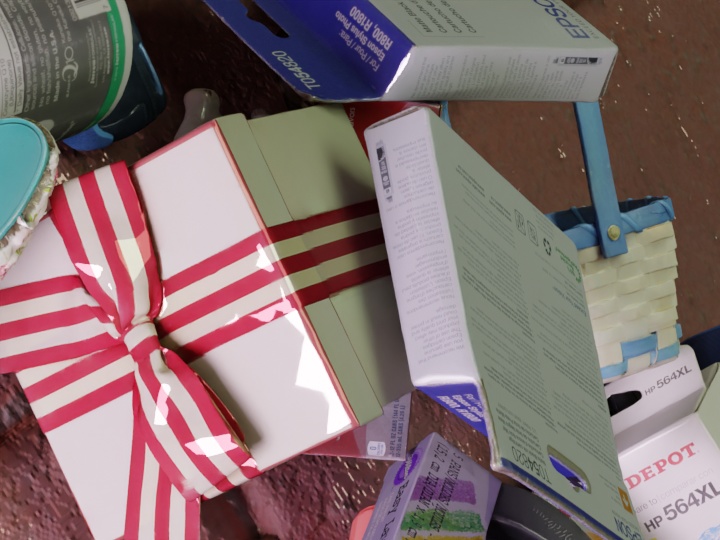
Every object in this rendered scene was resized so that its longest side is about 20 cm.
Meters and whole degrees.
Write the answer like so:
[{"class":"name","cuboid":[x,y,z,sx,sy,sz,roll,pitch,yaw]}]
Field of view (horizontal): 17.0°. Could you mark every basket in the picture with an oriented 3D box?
[{"class":"basket","cuboid":[0.109,-0.027,1.461,0.138,0.176,0.201,-12,89,-25]}]

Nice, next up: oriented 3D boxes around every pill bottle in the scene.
[{"class":"pill bottle","cuboid":[-0.215,-0.100,1.201,0.200,0.113,0.114,-27,89,-52]}]

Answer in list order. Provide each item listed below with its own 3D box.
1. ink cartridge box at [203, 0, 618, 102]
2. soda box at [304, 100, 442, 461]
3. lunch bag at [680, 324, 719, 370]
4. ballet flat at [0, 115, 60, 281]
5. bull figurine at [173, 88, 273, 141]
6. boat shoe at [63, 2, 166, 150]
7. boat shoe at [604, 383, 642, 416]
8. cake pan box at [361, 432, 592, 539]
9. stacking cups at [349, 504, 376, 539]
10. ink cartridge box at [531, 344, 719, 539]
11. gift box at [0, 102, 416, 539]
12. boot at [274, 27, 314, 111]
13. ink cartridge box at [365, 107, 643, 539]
[{"class":"ink cartridge box","cuboid":[0.011,-0.156,1.345,0.199,0.041,0.200,-4,34,-35]},{"class":"soda box","cuboid":[0.000,0.000,1.327,0.063,0.070,0.201,-104,-161,-81]},{"class":"lunch bag","cuboid":[0.312,0.126,1.637,0.200,0.136,0.133,30,48,-35]},{"class":"ballet flat","cuboid":[-0.212,0.013,1.125,0.075,0.064,0.200,34,71,18]},{"class":"bull figurine","cuboid":[-0.035,-0.037,1.403,0.200,0.065,0.122,48,38,-16]},{"class":"boat shoe","cuboid":[-0.167,-0.167,1.331,0.068,0.084,0.201,-21,98,-33]},{"class":"boat shoe","cuboid":[0.177,0.088,1.559,0.066,0.074,0.200,-16,79,-49]},{"class":"cake pan box","cuboid":[0.074,0.208,1.287,0.184,0.052,0.200,39,41,-13]},{"class":"stacking cups","cuboid":[0.002,0.220,1.302,0.060,0.060,0.201,39,38,-26]},{"class":"ink cartridge box","cuboid":[0.196,0.161,1.466,0.201,0.128,0.125,58,18,-3]},{"class":"gift box","cuboid":[-0.082,0.037,1.218,0.185,0.200,0.187,60,22,5]},{"class":"boot","cuboid":[-0.038,-0.166,1.440,0.186,0.064,0.200,38,31,-12]},{"class":"ink cartridge box","cuboid":[0.076,0.043,1.237,0.199,0.040,0.201,38,35,-54]}]
